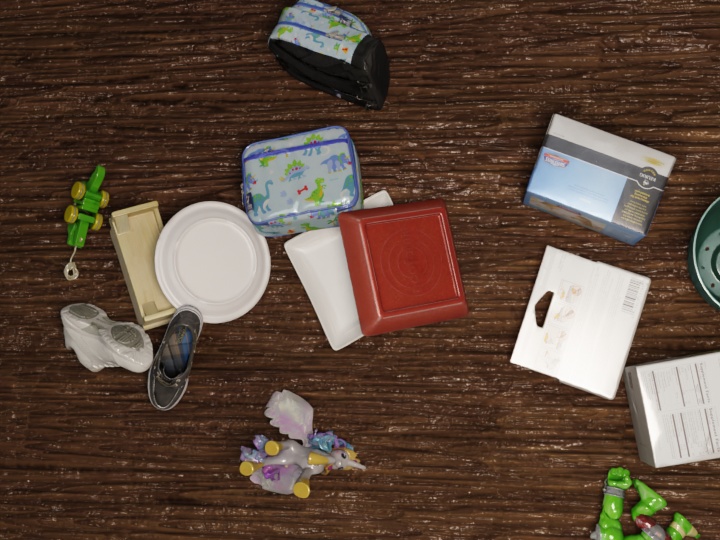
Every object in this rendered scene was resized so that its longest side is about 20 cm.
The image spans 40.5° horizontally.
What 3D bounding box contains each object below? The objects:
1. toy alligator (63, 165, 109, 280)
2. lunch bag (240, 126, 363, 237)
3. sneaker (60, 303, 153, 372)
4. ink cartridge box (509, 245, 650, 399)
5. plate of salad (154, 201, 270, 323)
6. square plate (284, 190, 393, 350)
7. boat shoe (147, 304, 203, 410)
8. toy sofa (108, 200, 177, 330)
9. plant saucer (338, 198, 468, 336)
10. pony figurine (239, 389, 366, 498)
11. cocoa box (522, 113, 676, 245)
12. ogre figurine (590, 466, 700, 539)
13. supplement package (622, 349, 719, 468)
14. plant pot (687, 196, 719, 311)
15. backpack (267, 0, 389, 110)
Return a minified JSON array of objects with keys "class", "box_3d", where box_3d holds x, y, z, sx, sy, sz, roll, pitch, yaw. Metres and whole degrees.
[{"class":"toy alligator","box_3d":[-0.485,-0.085,1.684,0.054,0.059,0.203,13,87,50]},{"class":"lunch bag","box_3d":[-0.098,-0.149,1.615,0.197,0.083,0.163,-8,68,7]},{"class":"sneaker","box_3d":[-0.423,0.132,1.637,0.198,0.078,0.101,26,119,29]},{"class":"ink cartridge box","box_3d":[0.351,0.082,1.565,0.174,0.045,0.203,19,87,8]},{"class":"plate of salad","box_3d":[-0.247,-0.013,1.629,0.197,0.048,0.204,3,83,-24]},{"class":"square plate","box_3d":[0.000,0.000,1.625,0.196,0.028,0.202,-27,82,3]},{"class":"boat shoe","box_3d":[-0.305,0.154,1.594,0.069,0.066,0.202,23,113,-8]},{"class":"toy sofa","box_3d":[-0.358,-0.007,1.653,0.082,0.098,0.203,-17,82,-20]},{"class":"plant saucer","box_3d":[0.077,-0.011,1.566,0.197,0.037,0.203,-9,83,-23]},{"class":"pony figurine","box_3d":[-0.106,0.293,1.548,0.190,0.199,0.169,14,93,24]},{"class":"cocoa box","box_3d":[0.370,-0.140,1.538,0.197,0.133,0.133,21,88,9]},{"class":"ogre figurine","box_3d":[0.439,0.408,1.496,0.200,0.098,0.120,43,82,-9]},{"class":"supplement package","box_3d":[0.518,0.203,1.478,0.197,0.152,0.153,-11,83,6]},{"class":"plant pot","box_3d":[0.591,-0.018,1.485,0.197,0.161,0.204,-1,84,7]},{"class":"backpack","box_3d":[-0.054,-0.362,1.612,0.197,0.163,0.156,10,77,15]}]
